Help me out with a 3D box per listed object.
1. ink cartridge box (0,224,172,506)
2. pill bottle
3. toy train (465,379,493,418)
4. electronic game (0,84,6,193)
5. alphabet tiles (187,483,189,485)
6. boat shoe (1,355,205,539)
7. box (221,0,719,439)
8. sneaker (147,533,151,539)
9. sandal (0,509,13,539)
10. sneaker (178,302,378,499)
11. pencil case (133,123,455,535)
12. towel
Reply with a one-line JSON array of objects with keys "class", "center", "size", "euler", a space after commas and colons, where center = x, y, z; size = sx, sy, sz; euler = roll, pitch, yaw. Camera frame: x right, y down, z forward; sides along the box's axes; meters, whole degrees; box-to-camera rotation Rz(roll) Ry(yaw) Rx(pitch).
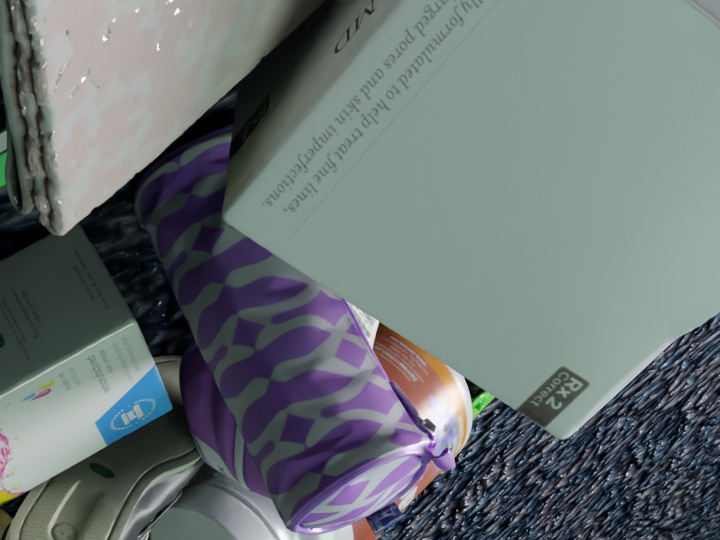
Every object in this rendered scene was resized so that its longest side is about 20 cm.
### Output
[{"class": "ink cartridge box", "center": [-0.200, 0.071, 0.890], "size": [0.199, 0.067, 0.116], "euler": [-30, 156, -9]}, {"class": "pill bottle", "center": [-0.029, 0.118, 1.082], "size": [0.200, 0.112, 0.112], "euler": [-40, 165, -41]}, {"class": "toy train", "center": [0.112, 0.049, 1.298], "size": [0.200, 0.042, 0.056], "euler": [-48, 163, 28]}, {"class": "electronic game", "center": [-0.152, -0.085, 0.688], "size": [0.199, 0.042, 0.200], "euler": [-29, 156, -14]}, {"class": "alphabet tiles", "center": [-0.096, 0.193, 1.168], "size": [0.166, 0.006, 0.200], "euler": [-40, 112, 12]}, {"class": "boat shoe", "center": [-0.137, 0.116, 0.995], "size": [0.200, 0.072, 0.068], "euler": [-53, 172, -48]}, {"class": "box", "center": [0.076, -0.070, 0.794], "size": [0.199, 0.131, 0.199], "euler": [33, 118, -20]}, {"class": "sneaker", "center": [-0.172, 0.200, 1.114], "size": [0.199, 0.088, 0.074], "euler": [-35, -165, 16]}, {"class": "sandal", "center": [-0.221, 0.153, 0.976], "size": [0.069, 0.078, 0.212], "euler": [-19, 174, 18]}, {"class": "sneaker", "center": [-0.048, 0.019, 0.971], "size": [0.072, 0.114, 0.202], "euler": [5, 97, -50]}, {"class": "pencil case", "center": [-0.035, 0.027, 0.865], "size": [0.085, 0.201, 0.084], "euler": [-31, 163, 6]}, {"class": "towel", "center": [-0.061, -0.129, 0.658], "size": [0.191, 0.032, 0.200], "euler": [-46, 161, -29]}]
